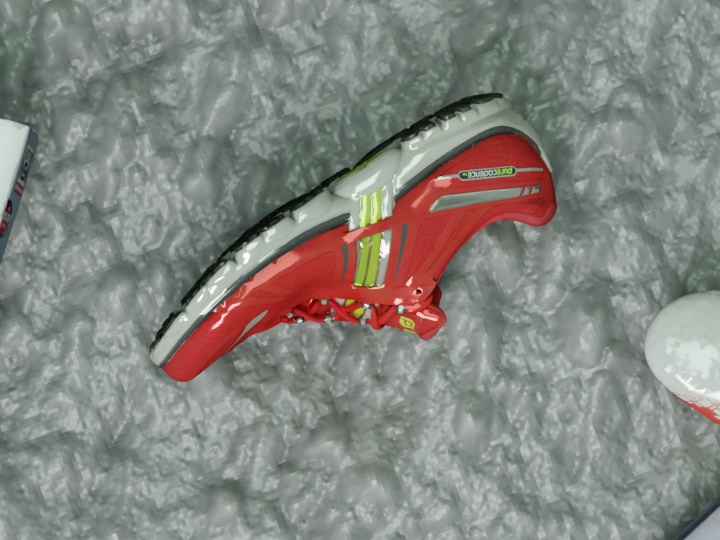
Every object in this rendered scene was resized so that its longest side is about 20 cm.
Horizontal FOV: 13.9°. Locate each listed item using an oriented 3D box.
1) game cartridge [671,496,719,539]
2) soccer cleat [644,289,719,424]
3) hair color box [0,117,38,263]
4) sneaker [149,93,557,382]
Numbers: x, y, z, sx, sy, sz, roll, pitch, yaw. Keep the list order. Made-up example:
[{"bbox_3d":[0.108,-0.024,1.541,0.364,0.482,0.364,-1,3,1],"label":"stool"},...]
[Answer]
[{"bbox_3d":[0.207,0.139,1.284,0.130,0.038,0.200,43,117,-3],"label":"game cartridge"},{"bbox_3d":[0.224,0.055,1.304,0.200,0.085,0.069,21,87,0],"label":"soccer cleat"},{"bbox_3d":[-0.220,0.019,1.309,0.099,0.061,0.200,17,87,-1],"label":"hair color box"},{"bbox_3d":[0.000,0.000,1.309,0.200,0.077,0.085,-32,93,-2],"label":"sneaker"}]
